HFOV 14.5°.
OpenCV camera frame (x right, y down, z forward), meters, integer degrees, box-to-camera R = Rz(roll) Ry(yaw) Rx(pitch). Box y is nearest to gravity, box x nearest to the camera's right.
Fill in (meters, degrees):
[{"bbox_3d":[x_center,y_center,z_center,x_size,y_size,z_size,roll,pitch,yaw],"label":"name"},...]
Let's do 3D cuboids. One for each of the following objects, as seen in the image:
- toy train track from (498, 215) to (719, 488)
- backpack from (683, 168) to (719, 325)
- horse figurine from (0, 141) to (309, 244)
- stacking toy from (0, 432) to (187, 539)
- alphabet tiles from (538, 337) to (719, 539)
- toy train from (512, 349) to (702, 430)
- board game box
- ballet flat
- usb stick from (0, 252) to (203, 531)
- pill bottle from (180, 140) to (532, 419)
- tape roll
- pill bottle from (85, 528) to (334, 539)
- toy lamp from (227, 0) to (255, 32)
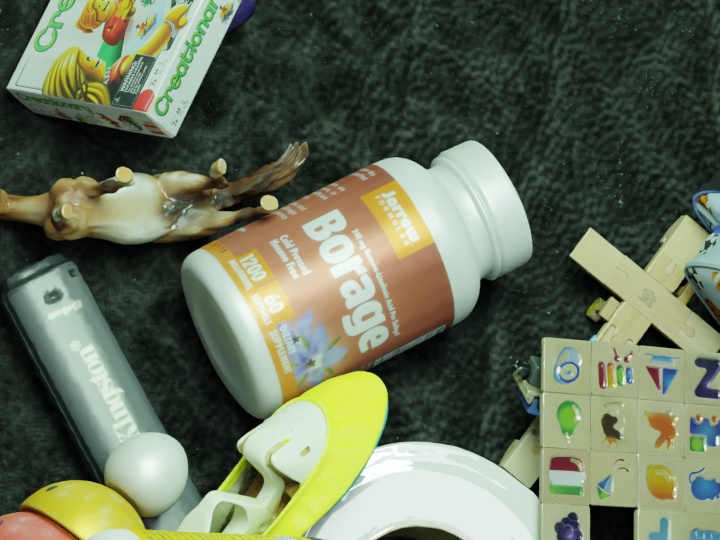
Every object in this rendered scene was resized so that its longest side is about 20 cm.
[{"bbox_3d":[0.153,0.051,1.799,0.115,0.033,0.200,39,80,-9],"label":"toy train track"},{"bbox_3d":[0.311,0.005,1.759,0.190,0.200,0.154,42,80,-27],"label":"backpack"},{"bbox_3d":[-0.132,-0.043,1.722,0.199,0.132,0.050,-6,86,-24],"label":"horse figurine"},{"bbox_3d":[-0.173,0.173,1.657,0.146,0.146,0.200,41,66,-1],"label":"stacking toy"},{"bbox_3d":[0.198,0.132,1.745,0.199,0.008,0.168,6,79,-25],"label":"alphabet tiles"},{"bbox_3d":[0.179,0.095,1.772,0.199,0.034,0.046,19,112,-21],"label":"toy train"},{"bbox_3d":[-0.124,-0.182,1.746,0.035,0.126,0.201,41,68,-46],"label":"board game box"},{"bbox_3d":[-0.059,0.133,1.654,0.200,0.067,0.067,-52,136,-6],"label":"ballet flat"},{"bbox_3d":[-0.155,0.086,1.726,0.055,0.033,0.201,-27,85,-15],"label":"usb stick"},{"bbox_3d":[0.000,0.000,1.733,0.199,0.112,0.113,-27,85,-15],"label":"pill bottle"},{"bbox_3d":[0.028,0.207,1.720,0.201,0.071,0.204,2,79,-11],"label":"tape roll"},{"bbox_3d":[-0.099,0.200,1.560,0.199,0.112,0.113,6,77,-29],"label":"pill bottle"},{"bbox_3d":[-0.051,-0.218,1.796,0.058,0.058,0.200,44,75,0],"label":"toy lamp"}]
